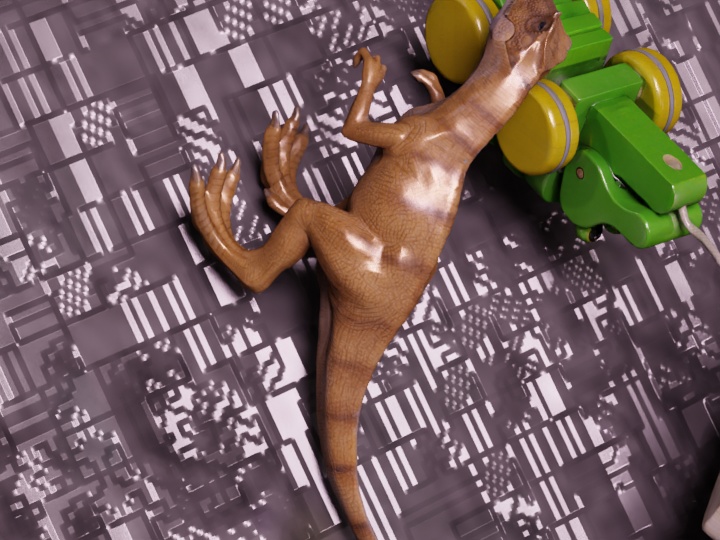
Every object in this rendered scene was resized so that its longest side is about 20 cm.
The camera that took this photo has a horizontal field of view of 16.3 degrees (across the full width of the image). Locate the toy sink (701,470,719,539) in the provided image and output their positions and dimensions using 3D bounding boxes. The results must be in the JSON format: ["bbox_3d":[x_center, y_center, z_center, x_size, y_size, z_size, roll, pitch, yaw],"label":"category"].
[{"bbox_3d":[0.212,0.019,0.809,0.130,0.112,0.200,31,45,0],"label":"toy sink"}]

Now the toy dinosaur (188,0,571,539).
[{"bbox_3d":[0.000,0.000,0.785,0.106,0.060,0.201,26,102,26],"label":"toy dinosaur"}]

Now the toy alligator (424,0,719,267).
[{"bbox_3d":[0.074,-0.039,0.820,0.059,0.054,0.200,-17,59,-35],"label":"toy alligator"}]
